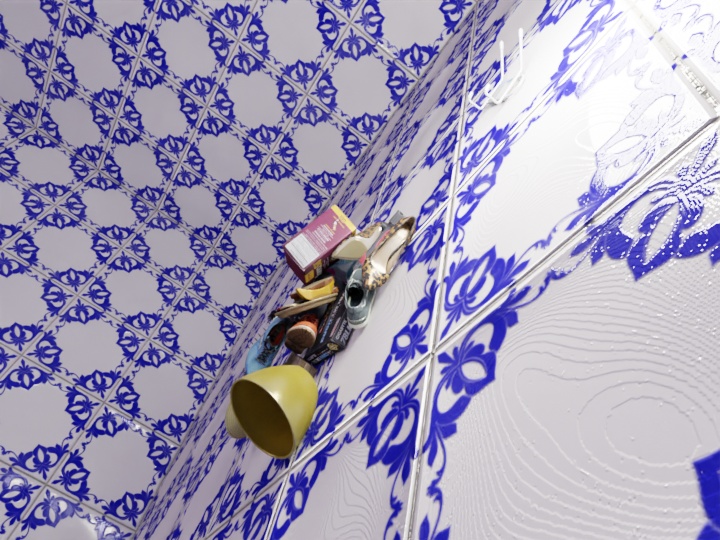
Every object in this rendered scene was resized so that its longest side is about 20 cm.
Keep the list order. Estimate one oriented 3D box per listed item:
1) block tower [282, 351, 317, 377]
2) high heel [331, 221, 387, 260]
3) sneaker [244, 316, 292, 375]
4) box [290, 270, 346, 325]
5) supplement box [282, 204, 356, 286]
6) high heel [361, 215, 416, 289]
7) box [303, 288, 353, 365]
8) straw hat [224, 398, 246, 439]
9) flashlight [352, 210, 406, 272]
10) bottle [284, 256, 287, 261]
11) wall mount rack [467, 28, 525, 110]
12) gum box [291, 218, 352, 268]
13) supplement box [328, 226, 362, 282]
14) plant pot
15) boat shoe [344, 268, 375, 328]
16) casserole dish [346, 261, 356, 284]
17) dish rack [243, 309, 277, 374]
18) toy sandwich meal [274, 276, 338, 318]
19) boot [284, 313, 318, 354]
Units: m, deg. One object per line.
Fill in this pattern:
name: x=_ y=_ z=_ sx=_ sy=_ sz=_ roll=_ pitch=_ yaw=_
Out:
block tower: x=-0.172 y=0.272 z=1.513 sx=0.058 sy=0.054 sz=0.200 roll=-58 pitch=13 yaw=-11
high heel: x=0.001 y=-0.083 z=1.560 sx=0.197 sy=0.073 sz=0.143 roll=-21 pitch=16 yaw=-7
sneaker: x=-0.262 y=0.213 z=1.505 sx=0.202 sy=0.078 sz=0.090 roll=-60 pitch=5 yaw=-5
box: x=-0.152 y=0.125 z=1.692 sx=0.182 sy=0.103 sz=0.202 roll=-38 pitch=22 yaw=58
supplement box: x=-0.115 y=-0.071 z=1.561 sx=0.199 sy=0.103 sz=0.131 roll=-39 pitch=-15 yaw=-15
high heel: x=0.069 y=-0.047 z=1.290 sx=0.143 sy=0.071 sz=0.201 roll=-55 pitch=2 yaw=41
box: x=-0.062 y=0.138 z=1.442 sx=0.198 sy=0.049 sz=0.202 roll=-40 pitch=21 yaw=56
straw hat: x=-0.291 y=0.403 z=1.557 sx=0.084 sy=0.202 sz=0.203 roll=15 pitch=65 yaw=31
flashlight: x=0.061 y=-0.061 z=1.438 sx=0.201 sy=0.067 sz=0.068 roll=-50 pitch=4 yaw=9
bottle: x=-0.163 y=0.001 z=1.822 sx=0.065 sy=0.199 sz=0.084 roll=-43 pitch=16 yaw=43
wall mount rack: x=0.353 y=-0.494 z=1.354 sx=0.175 sy=0.074 sz=0.200 roll=-56 pitch=13 yaw=2
gum box: x=-0.104 y=-0.076 z=1.697 sx=0.196 sy=0.045 sz=0.171 roll=-16 pitch=41 yaw=-7
supplement box: x=-0.064 y=-0.054 z=1.809 sx=0.101 sy=0.103 sz=0.202 roll=-41 pitch=21 yaw=46
plant pot: x=-0.176 y=0.297 z=1.226 sx=0.141 sy=0.201 sz=0.200 roll=-32 pitch=-8 yaw=-45
boat shoe: x=-0.004 y=0.051 z=1.327 sx=0.071 sy=0.063 sz=0.202 roll=-7 pitch=38 yaw=10
casserole dish: x=0.000 y=0.000 z=1.570 sx=0.122 sy=0.039 sz=0.200 roll=-54 pitch=12 yaw=10
dish rack: x=-0.294 y=0.217 z=1.621 sx=0.201 sy=0.054 sz=0.153 roll=-53 pitch=11 yaw=-9
toy sandwich meal: x=-0.148 y=0.072 z=1.486 sx=0.201 sy=0.072 sz=0.205 roll=-18 pitch=-3 yaw=-1
boot: x=-0.149 y=0.155 z=1.469 sx=0.108 sy=0.074 sz=0.200 roll=-58 pitch=7 yaw=-23
